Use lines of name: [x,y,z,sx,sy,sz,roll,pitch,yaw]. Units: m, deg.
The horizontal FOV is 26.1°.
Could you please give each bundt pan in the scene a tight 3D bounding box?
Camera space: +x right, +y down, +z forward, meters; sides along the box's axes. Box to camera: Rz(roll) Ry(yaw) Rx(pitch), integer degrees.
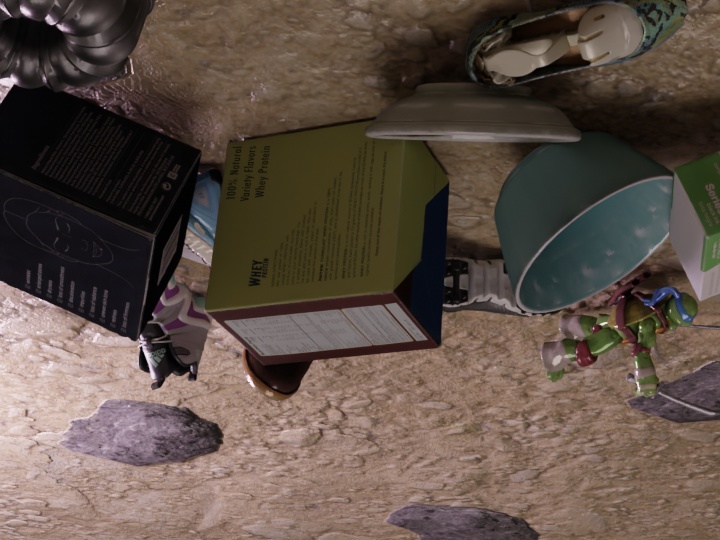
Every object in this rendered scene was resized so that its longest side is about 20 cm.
bundt pan: [-0.283,-0.223,1.351,0.201,0.076,0.202,4,155,2]

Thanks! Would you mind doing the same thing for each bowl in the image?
bowl: [0.212,-0.061,1.526,0.200,0.105,0.201,-25,153,-13]

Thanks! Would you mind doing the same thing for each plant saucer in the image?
plant saucer: [0.103,-0.145,1.431,0.200,0.050,0.200,1,-177,0]

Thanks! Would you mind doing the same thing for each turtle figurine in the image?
turtle figurine: [0.329,0.100,1.843,0.194,0.144,0.200,-12,146,37]

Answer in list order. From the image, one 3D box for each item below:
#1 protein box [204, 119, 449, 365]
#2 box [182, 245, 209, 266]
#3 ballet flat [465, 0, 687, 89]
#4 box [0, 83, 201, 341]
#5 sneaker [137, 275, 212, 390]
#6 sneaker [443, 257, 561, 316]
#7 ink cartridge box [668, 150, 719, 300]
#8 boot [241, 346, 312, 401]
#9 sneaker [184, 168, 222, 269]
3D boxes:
protein box: [-0.029,-0.027,1.570,0.200,0.199,0.135,-7,151,22]
box: [-0.148,-0.023,1.777,0.200,0.039,0.041,20,151,-29]
ballet flat: [0.181,-0.195,1.333,0.200,0.074,0.074,-13,149,29]
box: [-0.279,-0.059,1.547,0.196,0.124,0.200,23,145,1]
sneaker: [-0.249,0.074,1.872,0.078,0.140,0.200,-13,149,32]
sneaker: [0.143,0.018,1.796,0.200,0.067,0.090,5,175,-26]
ink cartridge box: [0.403,-0.067,1.482,0.200,0.084,0.146,-20,153,0]
boot: [-0.051,0.037,1.674,0.072,0.200,0.166,33,116,-6]
sneaker: [-0.129,-0.035,1.690,0.090,0.078,0.200,-37,132,7]
